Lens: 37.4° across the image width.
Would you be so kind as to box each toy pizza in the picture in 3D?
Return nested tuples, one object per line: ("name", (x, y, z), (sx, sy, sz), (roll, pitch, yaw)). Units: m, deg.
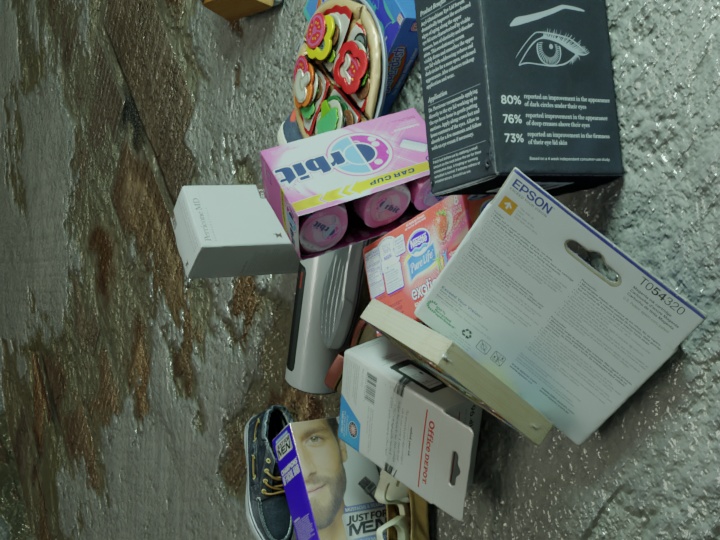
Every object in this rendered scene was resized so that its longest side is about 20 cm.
("toy pizza", (-0.034, -0.227, 1.256), (0.199, 0.031, 0.204), (2, 93, 56))

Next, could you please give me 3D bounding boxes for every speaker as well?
("speaker", (-0.046, 0.050, 1.356), (0.081, 0.080, 0.203), (35, 122, 53))

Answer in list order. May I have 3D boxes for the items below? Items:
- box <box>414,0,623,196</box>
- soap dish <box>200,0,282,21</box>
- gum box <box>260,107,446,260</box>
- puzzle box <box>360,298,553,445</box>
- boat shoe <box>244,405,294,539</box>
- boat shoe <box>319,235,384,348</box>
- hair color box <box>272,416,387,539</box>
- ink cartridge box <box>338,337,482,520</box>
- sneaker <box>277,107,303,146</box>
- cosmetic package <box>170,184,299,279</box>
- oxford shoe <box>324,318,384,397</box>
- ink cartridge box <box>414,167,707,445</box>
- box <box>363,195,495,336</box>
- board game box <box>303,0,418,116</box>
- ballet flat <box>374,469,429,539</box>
("box", (0.139, -0.173, 0.950), (0.104, 0.146, 0.204), (-12, 81, 60))
("soap dish", (-0.173, -0.472, 1.528), (0.157, 0.080, 0.204), (9, 99, 59))
("gum box", (0.004, -0.097, 1.148), (0.067, 0.197, 0.114), (88, 157, -45))
("puzzle box", (0.084, 0.091, 1.000), (0.026, 0.133, 0.200), (-52, 20, -4))
("boat shoe", (-0.124, 0.296, 1.514), (0.091, 0.070, 0.203), (138, 125, -58))
("boat shoe", (0.000, 0.000, 1.269), (0.072, 0.061, 0.203), (-136, 56, -61))
("hair color box", (-0.028, 0.286, 1.314), (0.065, 0.108, 0.203), (-49, 52, 49))
("ink cartridge box", (0.066, 0.167, 1.153), (0.199, 0.067, 0.118), (28, 123, 42))
("sneaker", (-0.045, -0.139, 1.346), (0.085, 0.074, 0.202), (-54, 52, 37))
("cosmetic package", (-0.136, -0.053, 1.382), (0.074, 0.197, 0.103), (-57, 47, 45))
("oxford shoe", (0.029, 0.089, 1.262), (0.075, 0.070, 0.201), (42, 131, 15))
("ink cartridge box", (0.169, 0.030, 0.920), (0.196, 0.043, 0.201), (39, 133, 6))
("box", (0.093, -0.005, 1.092), (0.199, 0.093, 0.104), (-31, 66, 56))
("board game box", (0.004, -0.305, 1.271), (0.153, 0.044, 0.202), (-61, 42, 42))
("ballet flat", (0.048, 0.280, 1.227), (0.068, 0.062, 0.204), (-15, 79, 59))
